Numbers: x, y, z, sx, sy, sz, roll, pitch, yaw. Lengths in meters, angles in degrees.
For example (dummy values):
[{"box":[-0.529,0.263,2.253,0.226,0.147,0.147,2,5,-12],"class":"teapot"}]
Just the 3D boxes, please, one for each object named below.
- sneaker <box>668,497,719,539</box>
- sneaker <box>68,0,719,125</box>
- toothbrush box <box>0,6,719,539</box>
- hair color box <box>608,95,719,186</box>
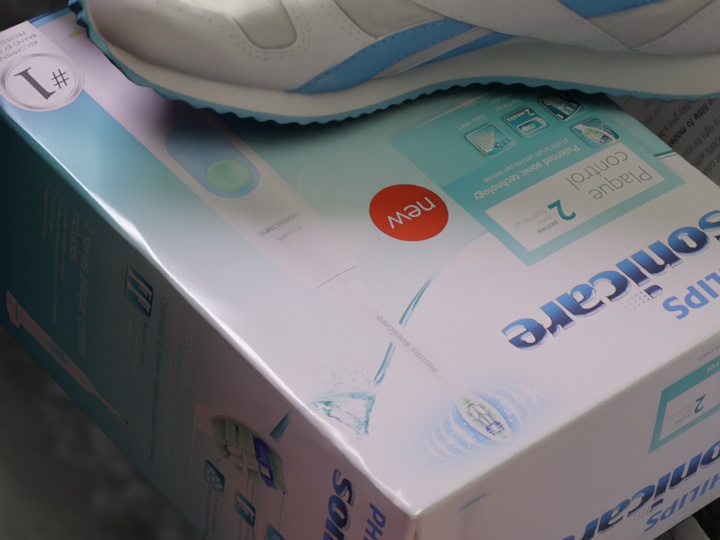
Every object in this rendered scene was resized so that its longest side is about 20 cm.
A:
[{"box":[0.099,0.013,0.801,0.066,0.091,0.200,-28,77,-31],"class":"sneaker"},{"box":[0.021,-0.091,0.691,0.199,0.081,0.077,-6,47,-14],"class":"sneaker"},{"box":[0.000,0.000,0.725,0.146,0.086,0.200,-27,55,-30],"class":"toothbrush box"},{"box":[0.151,-0.018,0.831,0.060,0.099,0.200,-24,75,-32],"class":"hair color box"}]
